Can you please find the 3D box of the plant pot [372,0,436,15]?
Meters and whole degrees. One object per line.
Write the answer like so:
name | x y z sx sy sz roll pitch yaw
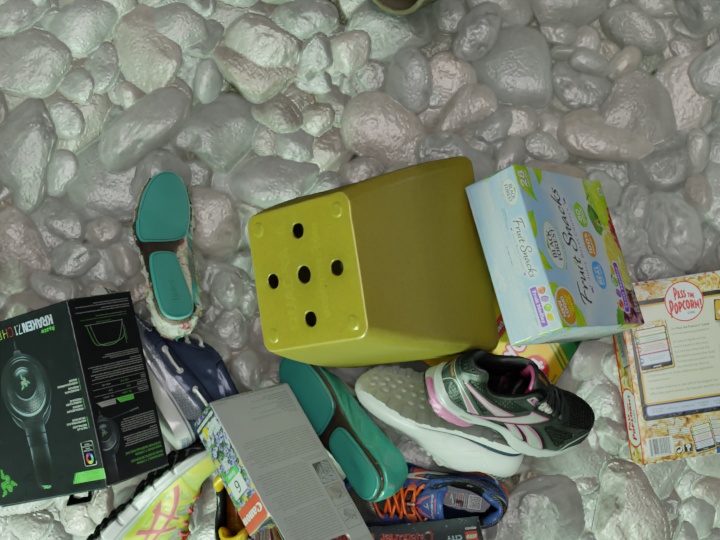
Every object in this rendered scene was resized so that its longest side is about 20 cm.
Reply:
plant pot | 0.085 -0.405 1.072 0.172 0.200 0.202 -27 87 -19

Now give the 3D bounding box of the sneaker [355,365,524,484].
sneaker | 0.082 0.171 1.062 0.198 0.081 0.077 23 41 4

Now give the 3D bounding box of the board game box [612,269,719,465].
board game box | 0.368 0.106 1.107 0.149 0.046 0.203 -7 87 -2

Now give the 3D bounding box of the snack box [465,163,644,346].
snack box | 0.207 -0.013 1.024 0.067 0.199 0.171 -25 74 37

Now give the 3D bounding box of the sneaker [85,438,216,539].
sneaker | -0.210 0.266 1.072 0.200 0.078 0.090 -45 97 2

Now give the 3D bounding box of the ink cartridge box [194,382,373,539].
ink cartridge box | -0.080 0.220 1.021 0.050 0.108 0.201 -51 61 38

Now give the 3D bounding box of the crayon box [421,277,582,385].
crayon box | 0.133 0.071 1.100 0.199 0.051 0.128 33 87 1

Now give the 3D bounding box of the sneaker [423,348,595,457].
sneaker | 0.166 0.131 0.997 0.198 0.086 0.081 15 54 -27

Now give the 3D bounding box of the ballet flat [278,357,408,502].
ballet flat | -0.016 0.168 1.076 0.200 0.070 0.068 51 120 29

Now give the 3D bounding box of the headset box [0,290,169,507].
headset box | -0.307 0.141 1.025 0.172 0.092 0.203 -15 87 32

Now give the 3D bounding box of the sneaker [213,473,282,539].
sneaker | -0.123 0.301 1.055 0.077 0.082 0.203 -14 84 23

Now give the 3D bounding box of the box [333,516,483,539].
box | 0.032 0.334 1.051 0.197 0.038 0.138 -5 123 -2

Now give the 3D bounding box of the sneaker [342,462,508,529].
sneaker | 0.069 0.248 1.073 0.197 0.078 0.076 -1 86 -2

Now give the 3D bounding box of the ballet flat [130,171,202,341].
ballet flat | -0.215 -0.013 1.080 0.075 0.064 0.202 1 59 -16

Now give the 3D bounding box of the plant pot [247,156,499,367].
plant pot | 0.000 0.000 0.994 0.198 0.175 0.203 -11 86 37

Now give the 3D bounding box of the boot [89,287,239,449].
boot | -0.215 0.092 1.089 0.090 0.073 0.201 -30 84 -25
